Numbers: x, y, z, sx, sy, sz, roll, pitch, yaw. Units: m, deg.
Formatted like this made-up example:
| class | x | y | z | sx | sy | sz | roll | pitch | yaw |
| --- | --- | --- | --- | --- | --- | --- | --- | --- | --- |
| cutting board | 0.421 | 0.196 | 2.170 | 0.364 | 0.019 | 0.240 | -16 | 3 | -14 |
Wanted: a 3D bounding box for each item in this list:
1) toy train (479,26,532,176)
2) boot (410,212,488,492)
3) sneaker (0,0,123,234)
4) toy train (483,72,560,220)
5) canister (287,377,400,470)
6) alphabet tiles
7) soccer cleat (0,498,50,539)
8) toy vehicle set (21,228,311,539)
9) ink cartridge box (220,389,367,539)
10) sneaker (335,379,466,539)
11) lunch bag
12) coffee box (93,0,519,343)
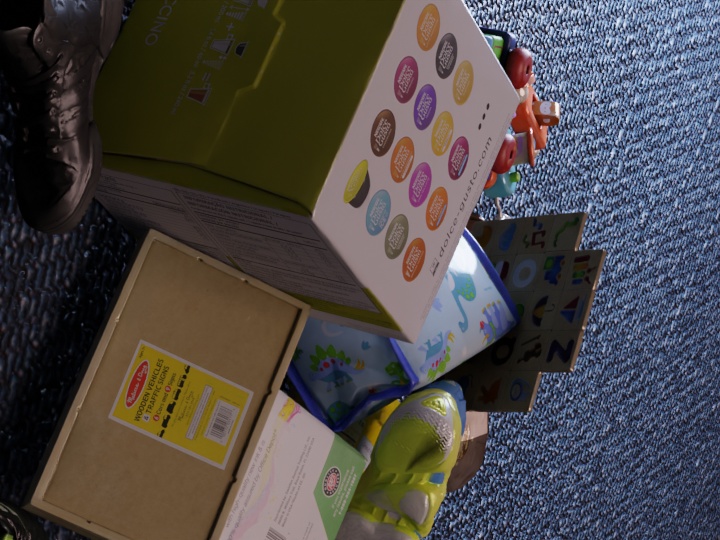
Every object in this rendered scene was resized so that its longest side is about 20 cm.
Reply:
| class | x | y | z | sx | sy | sz | roll | pitch | yaw |
| --- | --- | --- | --- | --- | --- | --- | --- | --- | --- |
| toy train | 0.069 | -0.098 | 1.578 | 0.116 | 0.084 | 0.201 | -7 | 109 | -68 |
| boot | 0.084 | 0.067 | 1.658 | 0.200 | 0.064 | 0.187 | -98 | -162 | -69 |
| sneaker | -0.195 | -0.127 | 1.177 | 0.104 | 0.060 | 0.201 | 17 | 82 | -63 |
| toy train | 0.145 | -0.118 | 1.750 | 0.201 | 0.055 | 0.151 | -79 | 150 | -44 |
| canister | -0.041 | 0.187 | 1.577 | 0.201 | 0.086 | 0.149 | -62 | 149 | -21 |
| alphabet tiles | 0.112 | 0.034 | 1.565 | 0.006 | 0.199 | 0.167 | 28 | 71 | -34 |
| soccer cleat | -0.238 | 0.168 | 1.207 | 0.200 | 0.081 | 0.068 | 42 | 66 | -59 |
| toy vehicle set | -0.124 | 0.088 | 1.289 | 0.201 | 0.124 | 0.026 | -68 | -166 | -19 |
| ink cartridge box | -0.104 | 0.149 | 1.392 | 0.200 | 0.087 | 0.146 | 42 | 64 | -43 |
| sneaker | 0.034 | 0.167 | 1.511 | 0.201 | 0.076 | 0.105 | -61 | 173 | 30 |
| lunch bag | 0.000 | 0.000 | 1.506 | 0.170 | 0.127 | 0.201 | -27 | 88 | -55 |
| coffee box | -0.042 | -0.097 | 1.317 | 0.201 | 0.199 | 0.198 | -67 | 150 | -17 |
